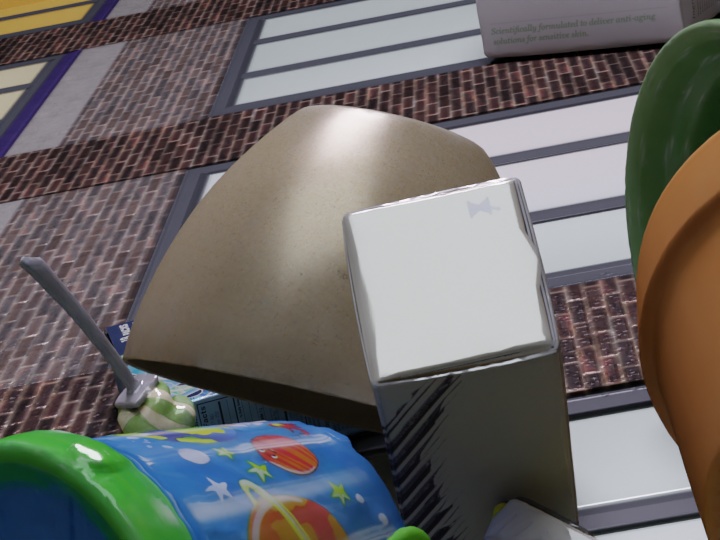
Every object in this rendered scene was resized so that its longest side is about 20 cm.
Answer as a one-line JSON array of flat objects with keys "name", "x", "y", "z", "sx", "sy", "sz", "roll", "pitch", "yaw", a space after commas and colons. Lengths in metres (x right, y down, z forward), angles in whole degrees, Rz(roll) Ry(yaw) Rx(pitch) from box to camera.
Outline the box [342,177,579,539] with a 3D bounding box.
[{"name": "box", "x": 0.043, "y": 0.061, "z": 0.830, "sx": 0.068, "sy": 0.201, "sz": 0.083, "roll": -11, "pitch": 51, "yaw": 1}]

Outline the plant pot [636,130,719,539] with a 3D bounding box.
[{"name": "plant pot", "x": 0.200, "y": 0.046, "z": 0.828, "sx": 0.198, "sy": 0.201, "sz": 0.140, "roll": -7, "pitch": 33, "yaw": 15}]

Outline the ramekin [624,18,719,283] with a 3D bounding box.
[{"name": "ramekin", "x": 0.211, "y": -0.020, "z": 1.011, "sx": 0.097, "sy": 0.202, "sz": 0.200, "roll": -9, "pitch": 15, "yaw": -20}]

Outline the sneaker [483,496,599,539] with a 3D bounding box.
[{"name": "sneaker", "x": 0.104, "y": 0.155, "z": 0.739, "sx": 0.199, "sy": 0.074, "sz": 0.085, "roll": 29, "pitch": 84, "yaw": 44}]

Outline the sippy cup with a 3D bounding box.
[{"name": "sippy cup", "x": -0.056, "y": 0.110, "z": 0.725, "sx": 0.177, "sy": 0.141, "sz": 0.130, "roll": 33, "pitch": 30, "yaw": 33}]

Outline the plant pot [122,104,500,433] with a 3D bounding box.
[{"name": "plant pot", "x": 0.000, "y": 0.000, "z": 1.028, "sx": 0.198, "sy": 0.136, "sz": 0.200, "roll": 12, "pitch": -7, "yaw": 2}]

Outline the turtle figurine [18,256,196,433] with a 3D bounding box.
[{"name": "turtle figurine", "x": -0.128, "y": 0.076, "z": 0.957, "sx": 0.144, "sy": 0.201, "sz": 0.194, "roll": -40, "pitch": -16, "yaw": 15}]

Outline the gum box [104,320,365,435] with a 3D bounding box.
[{"name": "gum box", "x": -0.031, "y": 0.047, "z": 1.206, "sx": 0.198, "sy": 0.045, "sz": 0.170, "roll": -14, "pitch": 17, "yaw": -10}]

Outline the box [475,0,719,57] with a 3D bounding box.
[{"name": "box", "x": 0.211, "y": -0.309, "z": 1.944, "sx": 0.197, "sy": 0.202, "sz": 0.171, "roll": -2, "pitch": 17, "yaw": 28}]
